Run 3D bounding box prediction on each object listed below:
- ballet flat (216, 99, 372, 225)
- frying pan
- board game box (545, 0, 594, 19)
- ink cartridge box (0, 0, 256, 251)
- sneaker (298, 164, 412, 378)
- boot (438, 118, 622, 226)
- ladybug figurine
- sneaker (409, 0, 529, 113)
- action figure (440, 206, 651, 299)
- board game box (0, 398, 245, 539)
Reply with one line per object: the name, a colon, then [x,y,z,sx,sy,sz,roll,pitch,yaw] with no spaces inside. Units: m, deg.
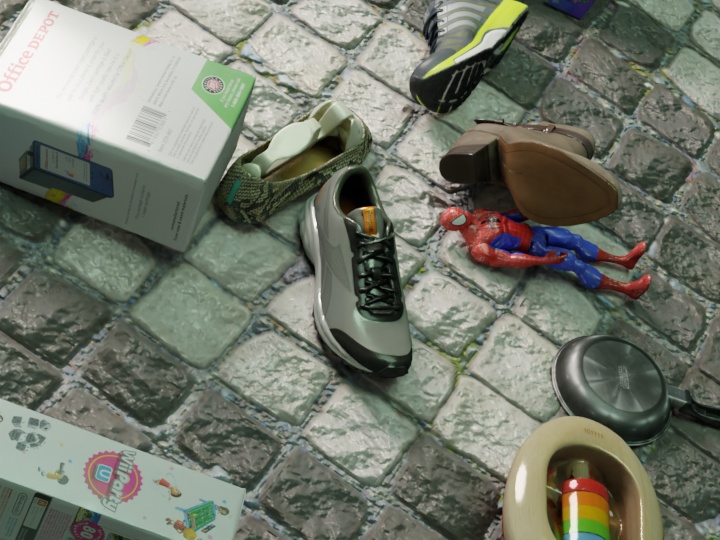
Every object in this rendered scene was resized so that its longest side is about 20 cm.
ballet flat: [-0.045,-0.106,1.612,0.068,0.075,0.200,41,45,14]
frying pan: [0.252,0.118,1.612,0.189,0.031,0.115,30,46,3]
board game box: [0.249,-0.379,1.956,0.045,0.135,0.201,23,45,-14]
ink cartridge box: [-0.204,-0.122,1.521,0.199,0.088,0.146,21,45,-1]
sneaker: [0.000,0.000,1.544,0.074,0.079,0.201,2,53,-28]
boot: [0.171,-0.097,1.669,0.199,0.071,0.146,17,23,31]
ladybug figurine: [0.167,0.207,1.456,0.135,0.072,0.201,21,45,-11]
sneaker: [0.087,-0.216,1.789,0.081,0.074,0.200,31,37,10]
action figure: [0.164,-0.025,1.674,0.199,0.052,0.066,12,51,-15]
board game box: [-0.196,0.175,1.243,0.199,0.148,0.065,22,43,-10]
